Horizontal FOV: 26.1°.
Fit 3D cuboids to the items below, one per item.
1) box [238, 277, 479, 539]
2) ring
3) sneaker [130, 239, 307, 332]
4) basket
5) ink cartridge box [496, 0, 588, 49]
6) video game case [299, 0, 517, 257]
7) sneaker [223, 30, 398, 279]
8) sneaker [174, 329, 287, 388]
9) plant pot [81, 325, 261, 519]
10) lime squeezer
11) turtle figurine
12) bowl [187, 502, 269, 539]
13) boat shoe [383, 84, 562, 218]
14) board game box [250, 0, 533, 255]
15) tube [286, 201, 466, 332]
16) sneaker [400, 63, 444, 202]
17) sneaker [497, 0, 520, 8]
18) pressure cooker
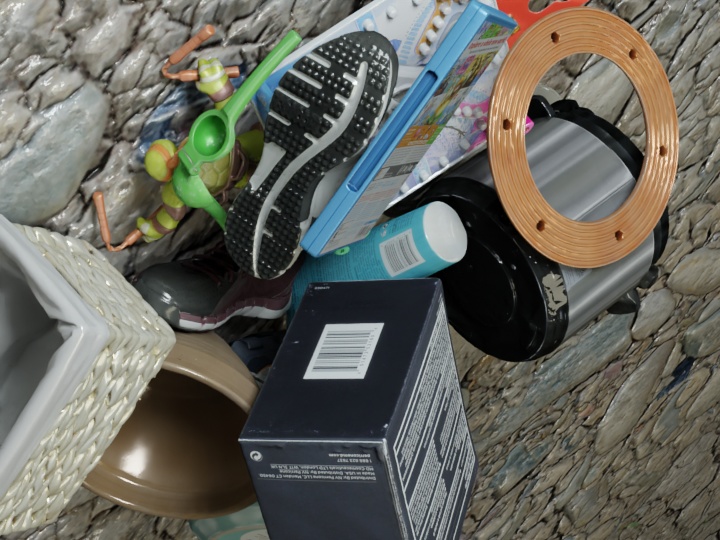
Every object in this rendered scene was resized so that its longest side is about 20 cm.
[{"bbox_3d":[0.005,0.145,1.219,0.201,0.122,0.200,-66,148,-52],"label":"box"},{"bbox_3d":[0.173,-0.103,1.210,0.199,0.019,0.203,-2,93,-34],"label":"ring"},{"bbox_3d":[-0.102,-0.020,1.245,0.116,0.075,0.200,-62,159,16],"label":"sneaker"},{"bbox_3d":[-0.242,0.079,1.101,0.201,0.136,0.123,-55,153,16],"label":"basket"},{"bbox_3d":[0.114,-0.249,1.130,0.159,0.047,0.200,-34,126,15],"label":"ink cartridge box"},{"bbox_3d":[0.036,-0.099,1.088,0.201,0.018,0.143,-54,172,13],"label":"video game case"},{"bbox_3d":[-0.030,-0.088,1.079,0.201,0.074,0.080,-56,171,33],"label":"sneaker"},{"bbox_3d":[-0.094,0.089,1.385,0.078,0.080,0.199,-13,154,38],"label":"sneaker"},{"bbox_3d":[-0.154,0.105,1.251,0.202,0.199,0.093,99,4,-47],"label":"plant pot"},{"bbox_3d":[-0.092,-0.079,1.076,0.070,0.038,0.201,-1,137,-21],"label":"lime squeezer"},{"bbox_3d":[-0.101,-0.090,1.148,0.161,0.064,0.201,-10,135,-48],"label":"turtle figurine"},{"bbox_3d":[-0.080,0.197,1.396,0.199,0.106,0.201,-1,153,0],"label":"bowl"},{"bbox_3d":[0.096,-0.109,1.405,0.199,0.067,0.057,-29,164,-22],"label":"boat shoe"},{"bbox_3d":[0.031,-0.121,1.168,0.199,0.026,0.201,-34,143,-6],"label":"board game box"},{"bbox_3d":[0.000,0.000,1.288,0.050,0.078,0.199,18,150,-40],"label":"tube"},{"bbox_3d":[0.025,-0.130,1.254,0.075,0.076,0.200,-38,149,-10],"label":"sneaker"},{"bbox_3d":[0.123,-0.275,1.203,0.199,0.090,0.078,-31,129,13],"label":"sneaker"},{"bbox_3d":[0.164,-0.037,1.320,0.199,0.178,0.177,-35,147,-29],"label":"pressure cooker"}]
